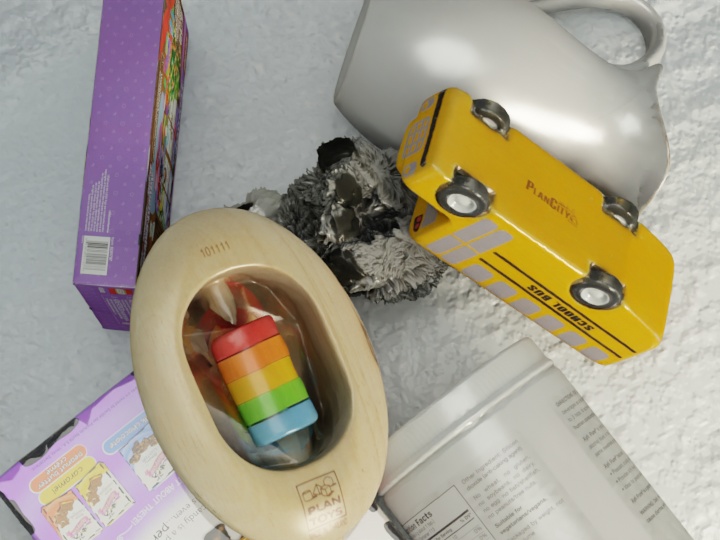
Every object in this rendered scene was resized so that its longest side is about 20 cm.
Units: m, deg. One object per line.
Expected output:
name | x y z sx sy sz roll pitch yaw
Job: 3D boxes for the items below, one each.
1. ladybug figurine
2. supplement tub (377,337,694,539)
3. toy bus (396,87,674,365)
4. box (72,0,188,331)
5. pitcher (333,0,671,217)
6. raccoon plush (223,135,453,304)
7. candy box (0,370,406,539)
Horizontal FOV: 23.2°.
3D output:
ladybug figurine | -0.060 0.064 0.973 0.136 0.072 0.200 -19 86 -25
supplement tub | 0.110 0.154 1.014 0.132 0.132 0.200 -36 81 -10
toy bus | 0.100 -0.023 1.032 0.200 0.078 0.065 33 56 -25
box | -0.135 -0.073 1.049 0.039 0.137 0.200 4 78 0
pitcher | 0.094 -0.129 1.094 0.200 0.121 0.172 18 53 -6
raccoon plush | 0.000 0.000 1.086 0.200 0.134 0.097 26 58 -29
candy box | -0.087 0.153 1.035 0.168 0.072 0.200 -38 81 -10
